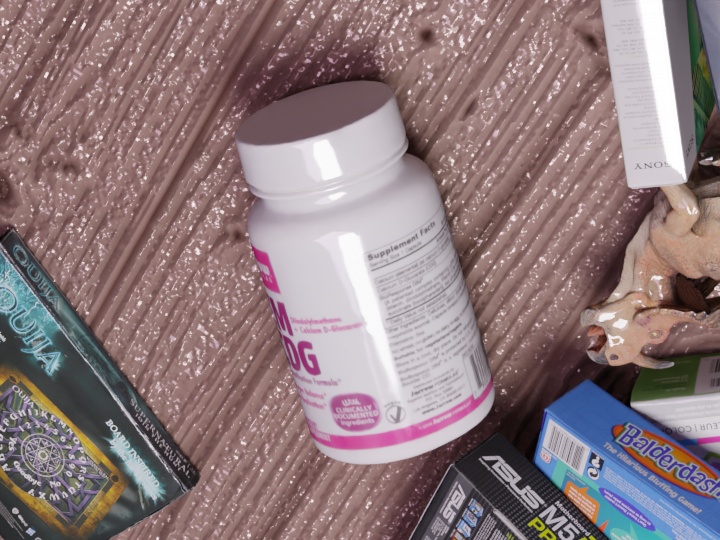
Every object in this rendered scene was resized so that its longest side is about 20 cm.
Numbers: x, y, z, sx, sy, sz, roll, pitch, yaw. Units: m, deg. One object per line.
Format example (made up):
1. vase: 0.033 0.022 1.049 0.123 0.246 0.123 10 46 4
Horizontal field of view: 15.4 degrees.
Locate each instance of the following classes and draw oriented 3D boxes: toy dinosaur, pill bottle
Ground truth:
1. toy dinosaur: 0.211 -0.018 1.469 0.200 0.086 0.136 -8 115 39
2. pill bottle: 0.000 0.000 1.535 0.113 0.113 0.200 -10 111 18

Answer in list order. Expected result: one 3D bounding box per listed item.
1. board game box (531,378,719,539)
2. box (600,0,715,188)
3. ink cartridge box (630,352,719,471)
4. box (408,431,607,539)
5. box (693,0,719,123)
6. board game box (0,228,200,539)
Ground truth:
1. board game box: 0.159 0.183 1.558 0.152 0.045 0.200 36 137 26
2. box: 0.154 -0.162 1.402 0.036 0.144 0.200 -2 114 17
3. ink cartridge box: 0.232 0.147 1.573 0.104 0.059 0.200 -7 112 17
4. box: 0.092 0.213 1.582 0.160 0.044 0.200 44 141 17
5. box: 0.221 -0.198 1.346 0.104 0.182 0.200 -9 112 18
6. board game box: -0.211 0.087 1.677 0.135 0.028 0.200 -30 103 24
